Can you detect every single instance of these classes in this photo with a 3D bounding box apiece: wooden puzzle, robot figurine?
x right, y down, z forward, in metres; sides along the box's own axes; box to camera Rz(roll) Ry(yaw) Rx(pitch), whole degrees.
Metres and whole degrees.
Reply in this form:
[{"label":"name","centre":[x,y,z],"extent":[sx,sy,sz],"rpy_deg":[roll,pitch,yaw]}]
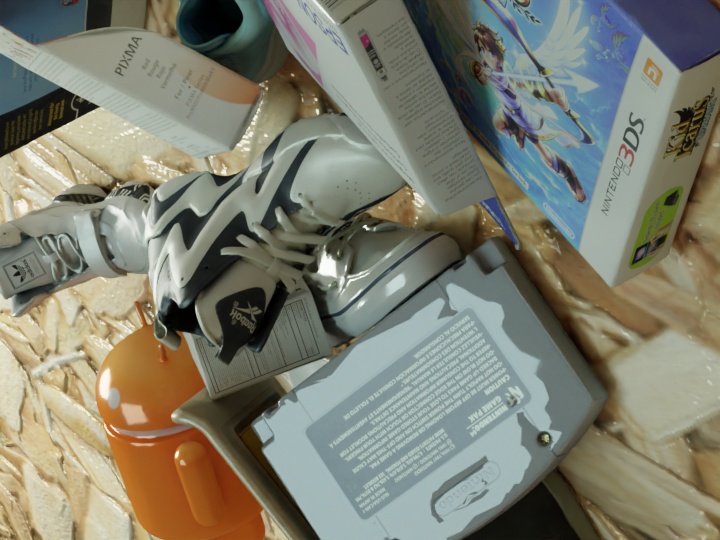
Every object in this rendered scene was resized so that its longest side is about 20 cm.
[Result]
[{"label":"wooden puzzle","centre":[-0.024,0.140,1.645],"extent":[0.200,0.037,0.185],"rpy_deg":[47,-168,1]},{"label":"robot figurine","centre":[-0.131,0.121,1.939],"extent":[0.116,0.144,0.200],"rpy_deg":[1,123,29]}]

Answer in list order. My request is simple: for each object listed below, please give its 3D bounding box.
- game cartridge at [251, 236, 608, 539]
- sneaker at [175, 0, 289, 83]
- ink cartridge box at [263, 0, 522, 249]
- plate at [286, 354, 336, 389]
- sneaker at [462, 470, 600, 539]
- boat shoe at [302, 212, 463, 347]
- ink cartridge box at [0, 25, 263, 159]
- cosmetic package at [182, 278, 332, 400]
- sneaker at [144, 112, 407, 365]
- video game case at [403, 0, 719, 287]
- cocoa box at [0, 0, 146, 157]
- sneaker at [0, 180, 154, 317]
[{"label":"game cartridge","centre":[0.043,0.090,1.525],"extent":[0.200,0.042,0.133],"rpy_deg":[-37,85,23]},{"label":"sneaker","centre":[-0.085,-0.157,1.576],"extent":[0.074,0.082,0.200],"rpy_deg":[55,156,12]},{"label":"ink cartridge box","centre":[-0.003,-0.116,1.411],"extent":[0.196,0.043,0.200],"rpy_deg":[50,171,49]},{"label":"plate","centre":[0.035,0.142,1.741],"extent":[0.199,0.032,0.200],"rpy_deg":[13,128,58]},{"label":"sneaker","centre":[0.117,0.226,1.584],"extent":[0.200,0.106,0.075],"rpy_deg":[56,156,9]},{"label":"boat shoe","centre":[0.000,0.000,1.595],"extent":[0.067,0.073,0.200],"rpy_deg":[56,157,1]},{"label":"ink cartridge box","centre":[-0.164,-0.135,1.588],"extent":[0.200,0.050,0.162],"rpy_deg":[31,175,-10]},{"label":"cosmetic package","centre":[-0.081,0.016,1.687],"extent":[0.200,0.082,0.051],"rpy_deg":[-127,19,-69]},{"label":"sneaker","centre":[-0.051,-0.008,1.538],"extent":[0.199,0.130,0.079],"rpy_deg":[-14,144,29]},{"label":"video game case","centre":[0.096,-0.118,1.315],"extent":[0.200,0.045,0.181],"rpy_deg":[49,153,24]},{"label":"cocoa box","centre":[-0.232,-0.197,1.757],"extent":[0.133,0.131,0.200],"rpy_deg":[50,154,20]},{"label":"sneaker","centre":[-0.213,-0.012,1.948],"extent":[0.200,0.115,0.075],"rpy_deg":[8,125,60]}]
